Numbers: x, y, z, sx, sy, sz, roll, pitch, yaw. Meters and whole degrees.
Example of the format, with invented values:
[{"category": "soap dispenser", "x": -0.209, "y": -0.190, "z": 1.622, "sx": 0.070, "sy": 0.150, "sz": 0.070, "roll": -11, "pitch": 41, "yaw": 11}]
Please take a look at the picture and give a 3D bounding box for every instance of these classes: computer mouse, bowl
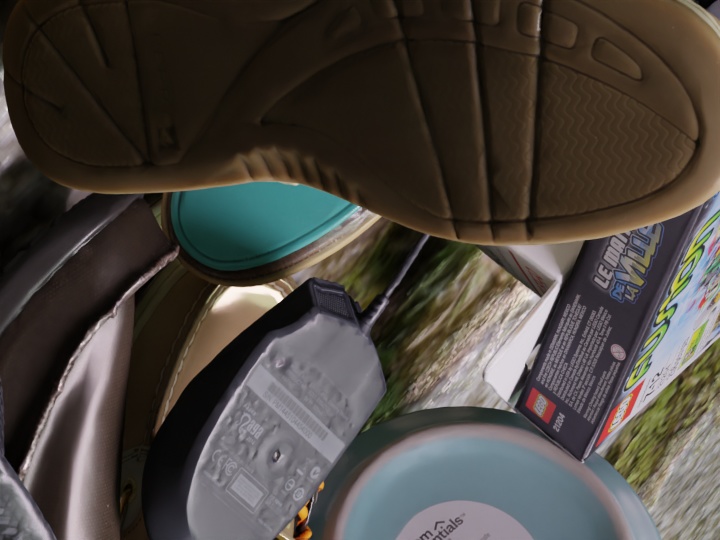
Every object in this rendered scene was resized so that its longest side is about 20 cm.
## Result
[{"category": "computer mouse", "x": 0.000, "y": 0.000, "z": 0.809, "sx": 0.200, "sy": 0.034, "sz": 0.059, "roll": -52, "pitch": 137, "yaw": -11}, {"category": "bowl", "x": 0.040, "y": 0.131, "z": 1.040, "sx": 0.201, "sy": 0.201, "sz": 0.105, "roll": -40, "pitch": 160, "yaw": -27}]

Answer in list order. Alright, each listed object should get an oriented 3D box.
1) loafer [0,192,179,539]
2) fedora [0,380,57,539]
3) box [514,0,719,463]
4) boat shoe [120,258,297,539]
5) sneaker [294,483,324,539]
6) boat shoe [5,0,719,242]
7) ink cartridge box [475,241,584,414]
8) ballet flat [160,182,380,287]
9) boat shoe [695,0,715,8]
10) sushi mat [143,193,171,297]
[{"category": "loafer", "x": -0.094, "y": 0.067, "z": 0.806, "sx": 0.201, "sy": 0.071, "sz": 0.073, "roll": -63, "pitch": 174, "yaw": 20}, {"category": "fedora", "x": -0.132, "y": 0.046, "z": 0.621, "sx": 0.092, "sy": 0.199, "sz": 0.201, "roll": -69, "pitch": 178, "yaw": -47}, {"category": "box", "x": 0.122, "y": -0.028, "z": 0.982, "sx": 0.110, "sy": 0.035, "sz": 0.201, "roll": -39, "pitch": 159, "yaw": -36}, {"category": "boat shoe", "x": -0.049, "y": 0.091, "z": 0.850, "sx": 0.074, "sy": 0.066, "sz": 0.202, "roll": 13, "pitch": 90, "yaw": -32}, {"category": "sneaker", "x": -0.052, "y": 0.102, "z": 0.983, "sx": 0.201, "sy": 0.077, "sz": 0.078, "roll": -56, "pitch": 158, "yaw": 8}, {"category": "boat shoe", "x": 0.008, "y": -0.052, "z": 0.683, "sx": 0.066, "sy": 0.199, "sz": 0.075, "roll": -26, "pitch": 119, "yaw": -56}, {"category": "ink cartridge box", "x": 0.092, "y": -0.049, "z": 1.039, "sx": 0.200, "sy": 0.067, "sz": 0.116, "roll": -51, "pitch": 164, "yaw": -2}, {"category": "ballet flat", "x": 0.015, "y": -0.077, "z": 0.840, "sx": 0.200, "sy": 0.069, "sz": 0.063, "roll": -51, "pitch": 178, "yaw": 4}, {"category": "boat shoe", "x": 0.093, "y": -0.102, "z": 0.915, "sx": 0.200, "sy": 0.073, "sz": 0.062, "roll": -42, "pitch": -162, "yaw": -33}, {"category": "sushi mat", "x": -0.025, "y": -0.026, "z": 0.911, "sx": 0.200, "sy": 0.012, "sz": 0.096, "roll": -40, "pitch": 156, "yaw": -30}]
